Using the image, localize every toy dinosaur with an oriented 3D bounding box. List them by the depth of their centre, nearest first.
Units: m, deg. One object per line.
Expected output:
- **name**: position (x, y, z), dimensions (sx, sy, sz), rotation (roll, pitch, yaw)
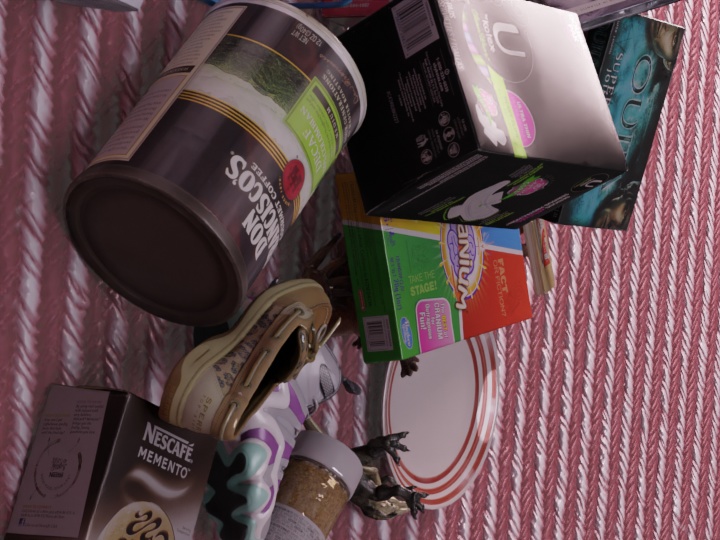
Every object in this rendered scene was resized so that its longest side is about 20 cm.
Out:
- **toy dinosaur**: position (0.000, 0.000, 1.610), dimensions (0.136, 0.085, 0.201), rotation (53, 46, -34)
- **toy dinosaur**: position (0.008, 0.167, 1.625), dimensions (0.200, 0.088, 0.048), rotation (57, 50, -41)

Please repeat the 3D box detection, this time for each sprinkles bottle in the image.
- **sprinkles bottle**: position (-0.067, 0.225, 1.540), dimensions (0.201, 0.068, 0.068), rotation (-61, 138, -31)

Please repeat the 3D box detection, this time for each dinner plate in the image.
- **dinner plate**: position (0.069, 0.117, 1.764), dimensions (0.199, 0.024, 0.202), rotation (-7, 98, -54)

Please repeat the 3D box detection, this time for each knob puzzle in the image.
- **knob puzzle**: position (0.146, -0.078, 1.799), dimensions (0.220, 0.030, 0.222), rotation (-10, 90, -81)

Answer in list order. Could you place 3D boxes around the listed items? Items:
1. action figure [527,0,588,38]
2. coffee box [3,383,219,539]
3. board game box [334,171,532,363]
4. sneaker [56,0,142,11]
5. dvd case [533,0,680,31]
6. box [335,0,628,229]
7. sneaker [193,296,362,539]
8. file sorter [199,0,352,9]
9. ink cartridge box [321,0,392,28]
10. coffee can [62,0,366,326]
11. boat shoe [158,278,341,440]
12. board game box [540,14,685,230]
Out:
- **action figure**: position (0.217, -0.206, 1.832), dimensions (0.200, 0.148, 0.134), rotation (48, 26, -24)
- **coffee box**: position (-0.185, 0.193, 1.359), dimensions (0.113, 0.079, 0.202), rotation (33, 67, -50)
- **board game box**: position (0.064, -0.017, 1.589), dimensions (0.199, 0.040, 0.154), rotation (-15, 97, -52)
- **sneaker**: position (-0.213, -0.230, 1.288), dimensions (0.199, 0.073, 0.071), rotation (23, 78, -53)
- **dvd case**: position (0.196, -0.290, 1.728), dimensions (0.148, 0.200, 0.016), rotation (-19, 139, -20)
- **box**: position (0.091, -0.127, 1.518), dimensions (0.199, 0.124, 0.150), rotation (4, 65, -49)
- **sneaker**: position (-0.056, 0.116, 1.517), dimensions (0.139, 0.077, 0.202), rotation (-7, 100, -40)
- **file sorter**: position (-0.093, -0.280, 1.412), dimensions (0.199, 0.122, 0.140), rotation (15, 80, -54)
- **ink cartridge box**: position (0.054, -0.302, 1.598), dimensions (0.083, 0.146, 0.202), rotation (11, 83, -57)
- **coffee can**: position (-0.103, -0.082, 1.396), dimensions (0.201, 0.145, 0.147), rotation (-58, 136, -35)
- **boat shoe**: position (-0.069, 0.069, 1.394), dimensions (0.200, 0.062, 0.074), rotation (-39, 150, -51)
- **board game box**: position (0.233, -0.138, 1.777), dimensions (0.135, 0.028, 0.202), rotation (2, 106, -53)
